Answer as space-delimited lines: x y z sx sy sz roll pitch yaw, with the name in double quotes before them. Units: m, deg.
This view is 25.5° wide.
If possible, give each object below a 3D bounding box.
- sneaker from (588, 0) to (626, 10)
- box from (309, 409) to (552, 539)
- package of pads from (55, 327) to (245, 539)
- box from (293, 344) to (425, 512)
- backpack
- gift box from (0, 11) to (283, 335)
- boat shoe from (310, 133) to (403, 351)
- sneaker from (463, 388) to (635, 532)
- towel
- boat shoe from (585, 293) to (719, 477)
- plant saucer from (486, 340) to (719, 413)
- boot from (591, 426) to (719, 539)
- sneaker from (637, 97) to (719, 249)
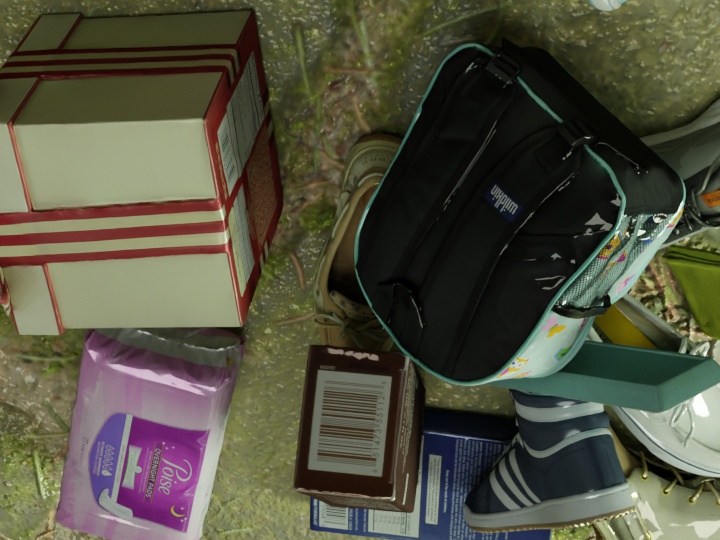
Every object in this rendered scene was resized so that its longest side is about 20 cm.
"sneaker" 0.184 -0.253 0.948 0.129 0.080 0.202 -3 123 13
"box" 0.059 0.167 1.275 0.198 0.033 0.122 7 124 7
"package of pads" -0.168 0.127 1.260 0.119 0.076 0.201 16 124 0
"box" 0.004 0.118 1.135 0.074 0.200 0.101 5 81 5
"backpack" 0.099 -0.027 1.039 0.176 0.153 0.201 45 114 26
"gift box" -0.166 -0.067 1.063 0.185 0.200 0.186 -1 118 11
"boat shoe" 0.000 0.000 1.155 0.072 0.063 0.202 8 124 4
"sneaker" 0.127 0.132 1.166 0.069 0.200 0.110 -12 85 -25
"towel" 0.288 0.034 1.076 0.018 0.199 0.087 -38 117 -20
"boat shoe" 0.220 0.072 1.138 0.202 0.075 0.086 45 161 -7
"plant saucer" 0.151 0.066 1.080 0.199 0.070 0.019 7 113 53
"boot" 0.249 0.164 1.219 0.153 0.072 0.201 -16 114 15
"sneaker" 0.217 -0.056 1.073 0.199 0.080 0.074 -32 115 28
